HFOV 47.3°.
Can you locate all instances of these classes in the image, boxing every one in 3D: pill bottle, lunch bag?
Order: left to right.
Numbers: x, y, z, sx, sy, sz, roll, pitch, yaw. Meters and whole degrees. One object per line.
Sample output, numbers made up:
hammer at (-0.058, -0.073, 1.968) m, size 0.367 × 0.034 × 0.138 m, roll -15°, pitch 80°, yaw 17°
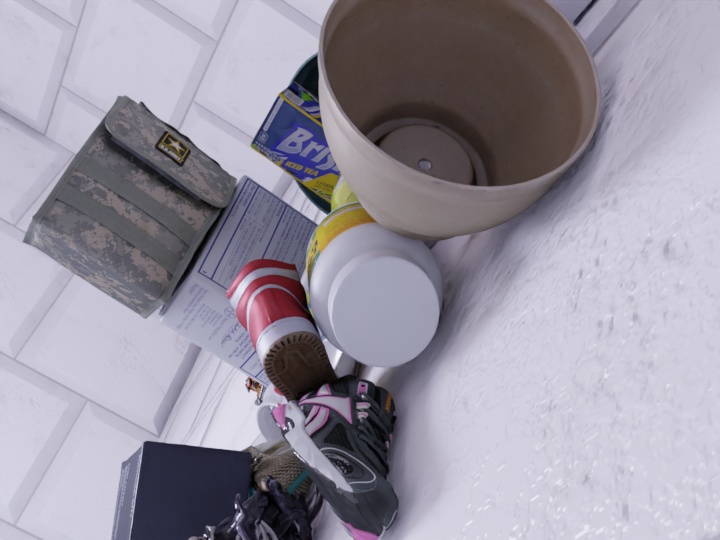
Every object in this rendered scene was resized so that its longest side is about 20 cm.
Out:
lunch bag at (-0.241, -0.079, 0.906) m, size 0.117 × 0.163 × 0.203 m, roll -26°, pitch 34°, yaw 58°
pill bottle at (0.010, 0.010, 0.700) m, size 0.114 × 0.111 × 0.200 m, roll -58°, pitch 11°, yaw 8°

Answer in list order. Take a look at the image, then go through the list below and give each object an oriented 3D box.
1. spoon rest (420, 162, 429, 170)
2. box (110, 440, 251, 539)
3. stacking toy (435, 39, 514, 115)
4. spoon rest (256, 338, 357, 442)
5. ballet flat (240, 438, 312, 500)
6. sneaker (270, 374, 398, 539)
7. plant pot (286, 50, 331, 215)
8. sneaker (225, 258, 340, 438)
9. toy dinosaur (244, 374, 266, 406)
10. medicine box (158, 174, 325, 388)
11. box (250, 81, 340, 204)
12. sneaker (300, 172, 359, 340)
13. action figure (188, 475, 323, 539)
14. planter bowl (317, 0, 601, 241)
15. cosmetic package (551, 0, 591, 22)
spoon rest at (0.070, -0.106, 0.777) m, size 0.201 × 0.097 × 0.062 m, roll -99°, pitch 10°, yaw -61°
box at (-0.180, 0.278, 0.774) m, size 0.182 × 0.102 × 0.205 m, roll 140°, pitch 136°, yaw -63°
stacking toy at (0.075, -0.199, 0.698) m, size 0.111 × 0.198 × 0.117 m, roll -54°, pitch 13°, yaw 26°
spoon rest at (-0.062, 0.129, 0.875) m, size 0.201 × 0.060 × 0.100 m, roll -52°, pitch 14°, yaw 44°
ballet flat at (-0.085, 0.201, 0.819) m, size 0.075 × 0.068 × 0.199 m, roll -42°, pitch 7°, yaw -20°
sneaker at (-0.008, 0.120, 0.613) m, size 0.086 × 0.081 × 0.200 m, roll -36°, pitch 20°, yaw -9°
plant pot at (0.021, -0.172, 0.982) m, size 0.134 × 0.200 × 0.201 m, roll -32°, pitch -16°, yaw -53°
sneaker at (-0.064, 0.071, 0.738) m, size 0.202 × 0.070 × 0.114 m, roll 82°, pitch 163°, yaw -53°
toy dinosaur at (-0.121, 0.122, 1.170) m, size 0.198 × 0.101 × 0.139 m, roll -14°, pitch 60°, yaw 51°
medicine box at (-0.107, 0.023, 0.981) m, size 0.103 × 0.198 × 0.184 m, roll -44°, pitch 19°, yaw 41°
box at (-0.014, -0.110, 0.875) m, size 0.071 × 0.198 × 0.064 m, roll -54°, pitch 3°, yaw 25°
sneaker at (0.000, 0.000, 0.829) m, size 0.076 × 0.103 × 0.204 m, roll -55°, pitch -16°, yaw -74°
action figure at (-0.100, 0.242, 0.654) m, size 0.197 × 0.103 × 0.120 m, roll -25°, pitch -35°, yaw -19°
planter bowl at (0.059, -0.106, 0.608) m, size 0.136 × 0.197 × 0.203 m, roll 107°, pitch -174°, yaw -60°
cosmetic package at (0.219, -0.303, 0.690) m, size 0.200 × 0.050 × 0.083 m, roll -48°, pitch 14°, yaw 51°
